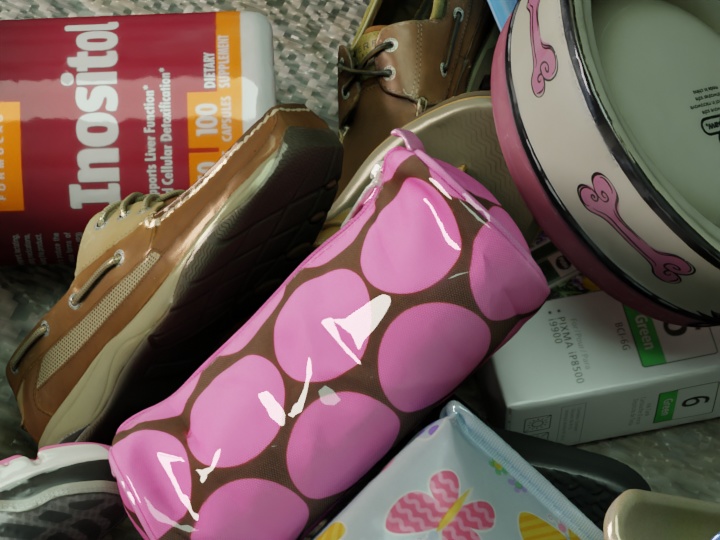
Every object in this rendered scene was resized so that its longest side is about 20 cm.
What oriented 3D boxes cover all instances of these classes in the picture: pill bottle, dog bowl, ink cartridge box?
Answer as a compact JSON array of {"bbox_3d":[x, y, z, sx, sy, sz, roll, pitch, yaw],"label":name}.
[{"bbox_3d":[-0.137,-0.058,1.240,0.200,0.113,0.113,-3,57,-2],"label":"pill bottle"},{"bbox_3d":[0.140,-0.064,1.168,0.200,0.074,0.200,23,51,-31],"label":"dog bowl"},{"bbox_3d":[0.147,0.010,1.236,0.200,0.050,0.109,-11,58,-7],"label":"ink cartridge box"}]

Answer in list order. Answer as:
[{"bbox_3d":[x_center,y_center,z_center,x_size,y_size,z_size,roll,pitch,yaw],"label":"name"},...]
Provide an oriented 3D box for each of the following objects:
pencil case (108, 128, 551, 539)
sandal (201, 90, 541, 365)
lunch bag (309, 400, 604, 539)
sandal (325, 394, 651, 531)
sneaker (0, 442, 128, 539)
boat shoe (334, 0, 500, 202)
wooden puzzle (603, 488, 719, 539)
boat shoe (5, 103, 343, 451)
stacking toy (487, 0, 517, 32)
[{"bbox_3d":[-0.018,0.040,1.110,0.200,0.091,0.094,-44,81,4],"label":"pencil case"},{"bbox_3d":[0.000,0.000,1.186,0.200,0.054,0.080,-32,102,14],"label":"sandal"},{"bbox_3d":[0.047,0.181,1.079,0.200,0.127,0.170,45,66,2],"label":"lunch bag"},{"bbox_3d":[0.030,0.081,1.188,0.200,0.075,0.048,20,33,3],"label":"sandal"},{"bbox_3d":[-0.165,0.152,1.129,0.200,0.074,0.087,-35,64,-15],"label":"sneaker"},{"bbox_3d":[0.015,-0.085,1.273,0.072,0.068,0.200,-14,40,34],"label":"boat shoe"},{"bbox_3d":[0.196,0.165,1.069,0.046,0.185,0.200,-44,64,16],"label":"wooden puzzle"},{"bbox_3d":[-0.089,0.002,1.166,0.074,0.076,0.200,49,113,21],"label":"boat shoe"},{"bbox_3d":[0.157,-0.160,1.259,0.200,0.110,0.116,-11,28,30],"label":"stacking toy"}]
